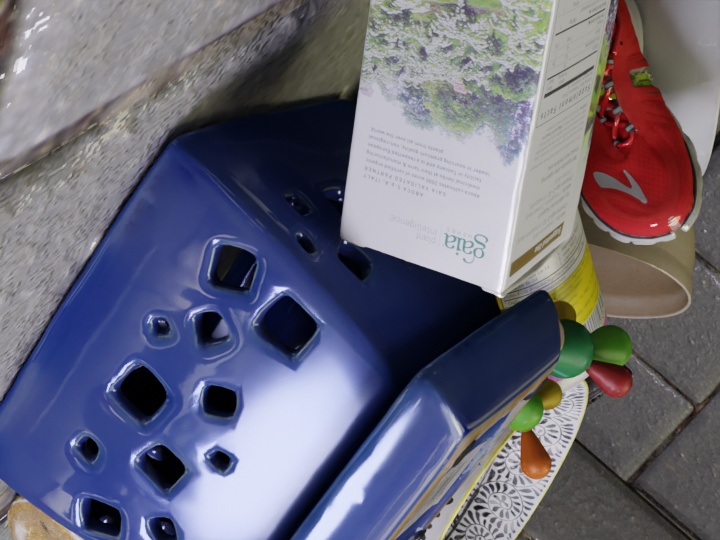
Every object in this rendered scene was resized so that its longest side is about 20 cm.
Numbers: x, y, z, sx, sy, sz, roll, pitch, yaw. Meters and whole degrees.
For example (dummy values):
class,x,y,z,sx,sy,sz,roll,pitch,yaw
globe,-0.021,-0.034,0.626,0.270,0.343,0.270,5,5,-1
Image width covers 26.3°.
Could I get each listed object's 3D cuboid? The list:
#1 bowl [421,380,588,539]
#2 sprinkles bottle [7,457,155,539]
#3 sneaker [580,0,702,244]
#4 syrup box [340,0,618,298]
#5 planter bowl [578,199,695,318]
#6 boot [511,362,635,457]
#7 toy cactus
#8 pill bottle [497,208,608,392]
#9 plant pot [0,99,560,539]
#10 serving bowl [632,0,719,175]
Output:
class,x,y,z,sx,sy,sz,roll,pitch,yaw
bowl,0.062,0.135,1.063,0.201,0.094,0.201,-46,156,-27
sprinkles bottle,-0.110,0.104,0.890,0.200,0.068,0.068,-40,166,-42
sneaker,0.141,-0.107,0.920,0.077,0.201,0.085,-24,154,16
syrup box,0.054,-0.100,0.631,0.081,0.079,0.201,-35,139,-54
planter bowl,0.203,-0.054,1.351,0.200,0.200,0.135,91,14,-73
boot,0.084,0.061,1.159,0.200,0.175,0.069,-28,171,6
toy cactus,0.071,0.061,0.869,0.165,0.199,0.103,131,-41,-72
pill bottle,0.086,-0.021,0.957,0.104,0.104,0.200,-43,130,-29
plant pot,-0.028,0.052,0.745,0.200,0.180,0.200,-55,167,23
serving bowl,0.195,-0.158,1.047,0.200,0.066,0.201,0,90,-89
